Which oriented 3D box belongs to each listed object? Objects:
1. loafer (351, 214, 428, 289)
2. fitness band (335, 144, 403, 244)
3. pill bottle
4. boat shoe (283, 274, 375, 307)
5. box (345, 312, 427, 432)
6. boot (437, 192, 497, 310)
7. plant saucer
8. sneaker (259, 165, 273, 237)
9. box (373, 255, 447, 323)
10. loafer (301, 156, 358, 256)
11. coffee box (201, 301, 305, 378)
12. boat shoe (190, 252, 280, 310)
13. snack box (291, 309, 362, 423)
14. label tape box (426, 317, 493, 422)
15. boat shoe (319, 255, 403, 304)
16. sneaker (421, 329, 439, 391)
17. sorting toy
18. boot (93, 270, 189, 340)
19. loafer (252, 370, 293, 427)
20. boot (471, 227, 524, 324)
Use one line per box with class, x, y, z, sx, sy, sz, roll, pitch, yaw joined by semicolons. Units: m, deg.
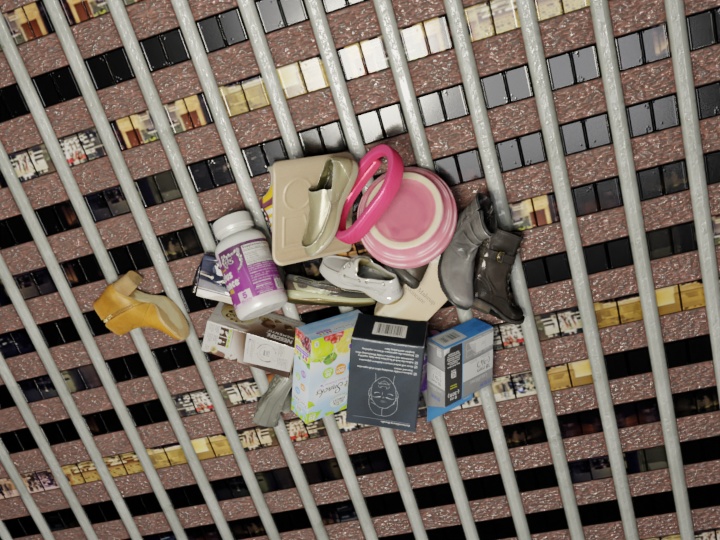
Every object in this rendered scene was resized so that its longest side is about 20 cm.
loafer;0.062;-0.050;1.474;0.071;0.073;0.200;-44;71;-2
fitness band;0.010;-0.143;1.394;0.037;0.145;0.201;24;116;-28
pill bottle;-0.229;-0.012;1.501;0.111;0.112;0.203;-24;81;17
boat shoe;-0.065;0.039;1.553;0.196;0.072;0.067;3;80;-1
box;0.053;0.206;1.502;0.145;0.107;0.204;7;114;6
boot;0.205;-0.040;1.395;0.069;0.203;0.131;12;145;-31
plant saucer;0.086;-0.108;1.418;0.196;0.051;0.205;-3;74;12
sneaker;-0.164;-0.114;1.504;0.088;0.075;0.204;16;108;8
box;0.125;0.041;1.523;0.094;0.078;0.201;38;112;-8
loafer;-0.072;-0.127;1.407;0.068;0.075;0.203;24;85;-34
coffee box;-0.226;0.143;1.594;0.196;0.113;0.081;17;115;0
boat shoe;-0.255;0.022;1.572;0.196;0.075;0.095;12;98;-10
snack box;-0.059;0.202;1.572;0.067;0.166;0.204;32;126;43
label tape box;0.209;0.220;1.554;0.142;0.063;0.204;-19;118;-32
boat shoe;0.000;0.000;1.493;0.197;0.071;0.070;20;137;29
sneaker;0.124;0.214;1.603;0.088;0.081;0.201;33;115;-17
sorting toy;-0.095;-0.124;1.459;0.182;0.036;0.204;-13;116;-32
boot;-0.486;0.107;1.645;0.144;0.071;0.201;-39;100;27
loafer;-0.180;0.285;1.665;0.069;0.071;0.201;22;133;-12
boot;0.290;0.007;1.481;0.198;0.069;0.177;20;92;-41
